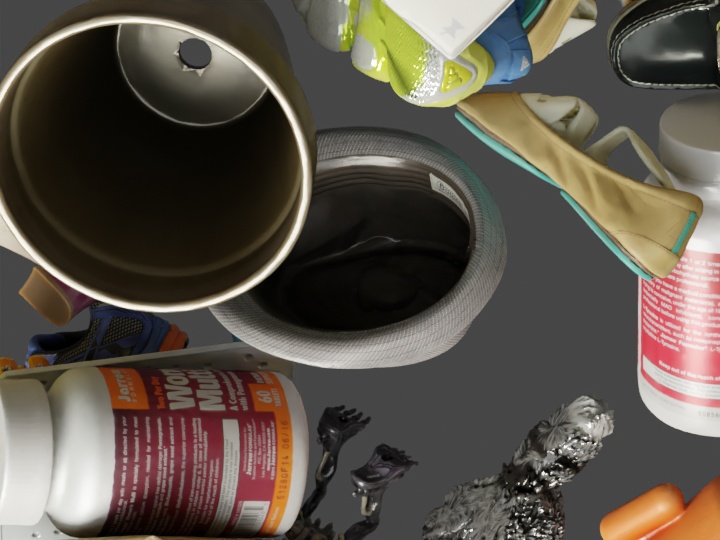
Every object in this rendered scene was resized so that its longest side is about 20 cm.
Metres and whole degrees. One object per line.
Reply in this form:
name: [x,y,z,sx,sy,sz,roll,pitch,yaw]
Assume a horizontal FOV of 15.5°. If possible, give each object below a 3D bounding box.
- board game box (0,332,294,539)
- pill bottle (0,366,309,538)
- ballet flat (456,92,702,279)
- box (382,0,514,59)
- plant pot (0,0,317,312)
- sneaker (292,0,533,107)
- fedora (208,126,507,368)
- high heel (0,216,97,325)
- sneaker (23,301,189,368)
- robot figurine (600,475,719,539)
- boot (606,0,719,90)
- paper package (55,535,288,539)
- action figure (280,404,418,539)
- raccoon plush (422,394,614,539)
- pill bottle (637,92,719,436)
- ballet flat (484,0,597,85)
board game box: [-0.149,0.122,1.794,0.199,0.026,0.201,-7,135,-14]
pill bottle: [-0.142,0.117,1.694,0.199,0.110,0.110,3,123,-22]
ballet flat: [0.138,-0.069,1.632,0.063,0.200,0.069,-53,142,8]
box: [0.056,-0.214,1.532,0.095,0.200,0.078,40,117,-15]
plant pot: [-0.115,-0.102,1.638,0.198,0.174,0.201,4,120,7]
sneaker: [0.034,-0.158,1.608,0.104,0.200,0.076,-4,126,-31]
fedora: [0.000,0.000,1.709,0.198,0.178,0.090,-3,149,11]
high heel: [-0.227,-0.059,1.764,0.200,0.096,0.067,45,135,7]
sneaker: [-0.209,0.082,1.825,0.200,0.075,0.079,-39,99,17]
robot figurine: [0.240,0.215,1.800,0.143,0.117,0.200,27,121,-32]
boot: [0.244,-0.125,1.581,0.202,0.154,0.074,-8,118,13]
paper package: [-0.141,0.228,1.719,0.190,0.200,0.104,-7,81,34]
action figure: [-0.024,0.202,1.821,0.119,0.102,0.201,33,107,32]
raccoon plush: [0.136,0.197,1.825,0.200,0.097,0.134,-39,122,20]
pill bottle: [0.231,-0.005,1.676,0.111,0.112,0.201,1,120,8]
ballet flat: [0.133,-0.182,1.620,0.063,0.069,0.200,22,123,-22]
